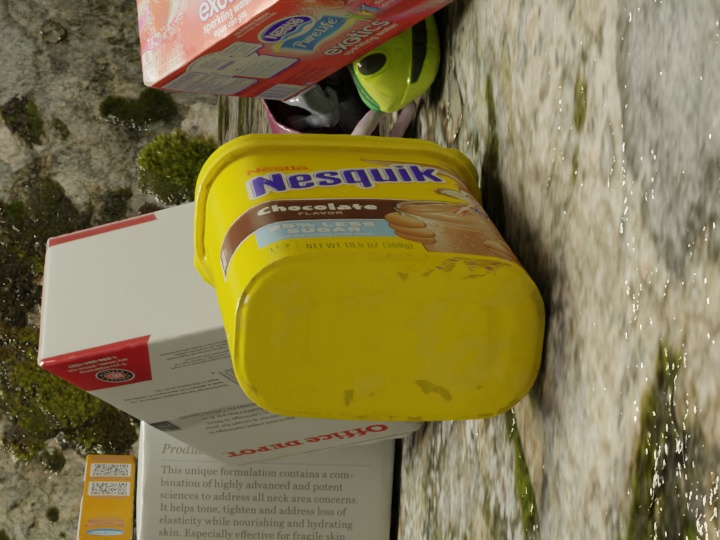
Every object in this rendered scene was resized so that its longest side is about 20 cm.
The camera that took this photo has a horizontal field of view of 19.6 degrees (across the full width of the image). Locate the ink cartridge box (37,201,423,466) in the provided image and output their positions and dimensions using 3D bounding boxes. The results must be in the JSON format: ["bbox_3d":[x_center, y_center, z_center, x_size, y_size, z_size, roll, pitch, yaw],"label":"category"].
[{"bbox_3d":[-0.070,0.039,1.215,0.200,0.144,0.084,38,-134,-53],"label":"ink cartridge box"}]

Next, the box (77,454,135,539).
[{"bbox_3d":[-0.175,0.213,1.420,0.200,0.041,0.119,-104,17,-76],"label":"box"}]

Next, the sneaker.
[{"bbox_3d":[0.007,-0.190,1.275,0.084,0.074,0.200,123,148,-69],"label":"sneaker"}]

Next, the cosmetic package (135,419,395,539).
[{"bbox_3d":[-0.070,0.183,1.420,0.166,0.167,0.200,-131,44,-82],"label":"cosmetic package"}]

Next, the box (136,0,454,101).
[{"bbox_3d":[-0.037,-0.173,1.176,0.200,0.103,0.095,-25,69,53],"label":"box"}]

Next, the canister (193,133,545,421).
[{"bbox_3d":[0.000,0.000,0.997,0.200,0.148,0.087,-115,28,-70],"label":"canister"}]

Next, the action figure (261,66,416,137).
[{"bbox_3d":[-0.006,-0.056,1.397,0.149,0.134,0.200,22,134,37],"label":"action figure"}]
